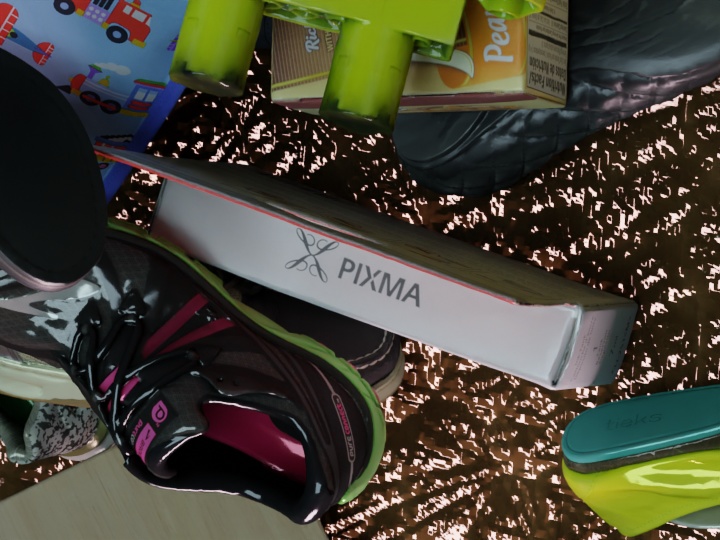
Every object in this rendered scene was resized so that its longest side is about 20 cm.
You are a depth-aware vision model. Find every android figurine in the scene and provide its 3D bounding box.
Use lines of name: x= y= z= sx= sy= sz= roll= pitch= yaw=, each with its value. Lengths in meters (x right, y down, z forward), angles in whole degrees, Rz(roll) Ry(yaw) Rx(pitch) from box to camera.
android figurine: x=-0.007 y=-0.159 z=1.060 sx=0.182 sy=0.041 sz=0.200 roll=16 pitch=83 yaw=2

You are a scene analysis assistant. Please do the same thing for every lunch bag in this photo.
lunch bag: x=-0.153 y=-0.100 z=1.154 sx=0.151 sy=0.094 sz=0.200 roll=31 pitch=126 yaw=-10

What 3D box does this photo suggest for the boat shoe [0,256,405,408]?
boat shoe: x=-0.080 y=0.025 z=1.213 sx=0.201 sy=0.072 sz=0.066 roll=4 pitch=129 yaw=5

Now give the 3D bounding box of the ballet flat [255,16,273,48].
ballet flat: x=-0.074 y=-0.191 z=1.191 sx=0.073 sy=0.073 sz=0.200 roll=-13 pitch=99 yaw=27

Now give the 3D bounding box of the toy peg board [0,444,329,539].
toy peg board: x=-0.099 y=0.184 z=1.270 sx=0.199 sy=0.098 sz=0.200 roll=-26 pitch=90 yaw=-6

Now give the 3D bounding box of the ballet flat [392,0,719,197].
ballet flat: x=0.104 y=-0.089 z=1.150 sx=0.200 sy=0.057 sz=0.066 roll=-24 pitch=66 yaw=23

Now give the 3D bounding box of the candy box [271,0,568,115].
candy box: x=0.026 y=-0.167 z=1.129 sx=0.115 sy=0.055 sz=0.200 roll=0 pitch=87 yaw=26

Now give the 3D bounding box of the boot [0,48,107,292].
boot: x=-0.196 y=-0.035 z=1.127 sx=0.200 sy=0.069 sz=0.174 roll=51 pitch=139 yaw=14

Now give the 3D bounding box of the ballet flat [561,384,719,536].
ballet flat: x=0.181 y=0.074 z=1.143 sx=0.200 sy=0.067 sz=0.067 roll=-16 pitch=116 yaw=30

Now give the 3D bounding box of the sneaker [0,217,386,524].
sneaker: x=-0.084 y=0.042 z=1.139 sx=0.200 sy=0.084 sz=0.077 roll=25 pitch=122 yaw=2

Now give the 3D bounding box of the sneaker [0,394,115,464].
sneaker: x=-0.189 y=0.014 z=1.282 sx=0.200 sy=0.089 sz=0.077 roll=47 pitch=117 yaw=9

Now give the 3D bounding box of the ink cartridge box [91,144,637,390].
ink cartridge box: x=0.000 y=0.000 z=1.140 sx=0.200 sy=0.174 sz=0.044 roll=20 pitch=97 yaw=20
